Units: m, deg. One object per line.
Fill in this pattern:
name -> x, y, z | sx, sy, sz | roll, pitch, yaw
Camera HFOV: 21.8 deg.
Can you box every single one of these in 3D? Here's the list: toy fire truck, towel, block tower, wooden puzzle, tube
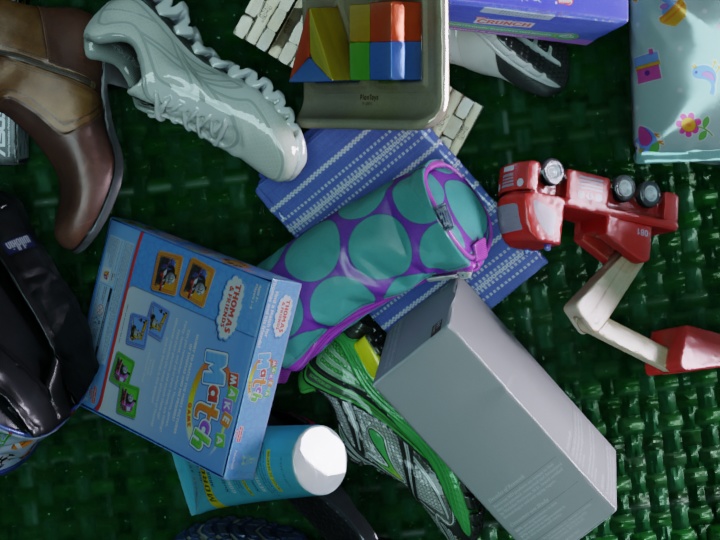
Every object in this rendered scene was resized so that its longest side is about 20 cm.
toy fire truck -> 0.191, 0.000, 1.437 | 0.198, 0.049, 0.143 | 11, 79, -26
towel -> 0.029, -0.039, 1.455 | 0.144, 0.024, 0.200 | -39, 100, 23
block tower -> 0.000, -0.156, 1.458 | 0.199, 0.058, 0.054 | 30, 96, -2
wooden puzzle -> -0.002, -0.203, 1.343 | 0.046, 0.185, 0.203 | 1, 94, -33
tube -> -0.088, 0.149, 1.441 | 0.050, 0.199, 0.078 | -13, 91, -37

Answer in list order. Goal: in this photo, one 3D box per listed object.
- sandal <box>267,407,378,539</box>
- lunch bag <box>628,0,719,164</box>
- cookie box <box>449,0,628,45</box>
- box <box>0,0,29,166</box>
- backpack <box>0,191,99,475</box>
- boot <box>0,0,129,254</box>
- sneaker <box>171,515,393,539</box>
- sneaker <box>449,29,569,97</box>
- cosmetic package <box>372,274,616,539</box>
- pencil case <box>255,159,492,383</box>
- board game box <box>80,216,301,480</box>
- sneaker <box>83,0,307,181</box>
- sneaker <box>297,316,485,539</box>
sandal -> -0.041, 0.153, 1.468 | 0.045, 0.075, 0.200 | -33, 67, -26
lunch bag -> 0.303, -0.166, 1.414 | 0.197, 0.122, 0.173 | -3, 94, 8
cookie box -> 0.109, -0.280, 1.389 | 0.169, 0.075, 0.203 | 5, 80, -17
box -> -0.359, -0.184, 1.475 | 0.191, 0.048, 0.203 | 1, 95, 4
backpack -> -0.305, 0.064, 1.427 | 0.190, 0.200, 0.154 | 42, 128, 0
boot -> -0.275, -0.122, 1.417 | 0.198, 0.068, 0.191 | 12, 90, -28
sneaker -> -0.058, 0.253, 1.488 | 0.198, 0.077, 0.086 | 9, 99, 2
sneaker -> 0.073, -0.193, 1.455 | 0.199, 0.074, 0.080 | 32, 134, -9
cosmetic package -> 0.106, 0.113, 1.433 | 0.090, 0.107, 0.200 | -41, 99, 20
pencil case -> 0.000, 0.000, 1.417 | 0.199, 0.085, 0.093 | -30, 74, 22
board game box -> -0.138, 0.057, 1.431 | 0.199, 0.036, 0.153 | 20, 98, 44
sneaker -> -0.127, -0.132, 1.416 | 0.200, 0.075, 0.081 | 42, 51, 5
sneaker -> 0.028, 0.136, 1.481 | 0.085, 0.078, 0.201 | -38, 84, 12
